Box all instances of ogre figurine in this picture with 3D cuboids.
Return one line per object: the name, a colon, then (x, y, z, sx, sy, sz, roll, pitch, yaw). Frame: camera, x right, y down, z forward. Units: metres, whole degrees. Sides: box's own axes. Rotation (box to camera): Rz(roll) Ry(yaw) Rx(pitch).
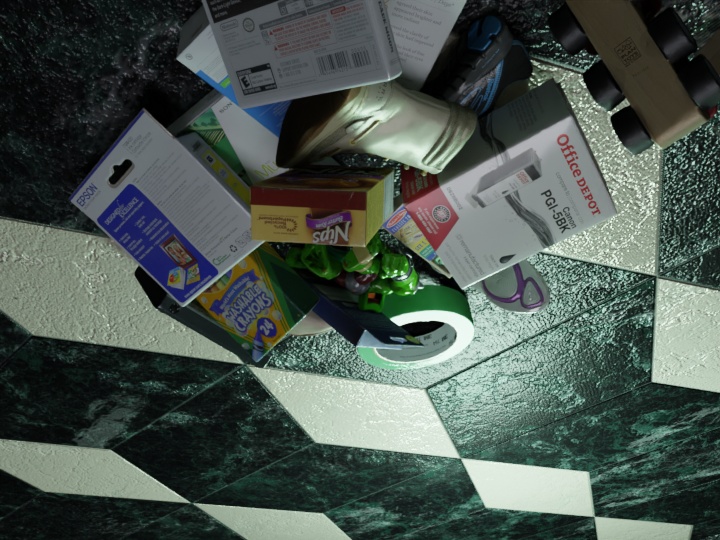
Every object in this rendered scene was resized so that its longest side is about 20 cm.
ogre figurine: (0.000, 0.000, 0.948, 0.197, 0.100, 0.119, -18, 151, 29)

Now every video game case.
video game case: (-0.067, -0.238, 0.576, 0.197, 0.023, 0.185, 4, 120, 44)

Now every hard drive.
hard drive: (-0.232, 0.065, 1.025, 0.199, 0.139, 0.033, 39, 88, -37)

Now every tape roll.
tape roll: (0.089, 0.098, 1.142, 0.195, 0.049, 0.202, -6, 147, -4)

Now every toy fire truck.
toy fire truck: (0.305, -0.229, 0.695, 0.128, 0.178, 0.199, -35, 174, 35)

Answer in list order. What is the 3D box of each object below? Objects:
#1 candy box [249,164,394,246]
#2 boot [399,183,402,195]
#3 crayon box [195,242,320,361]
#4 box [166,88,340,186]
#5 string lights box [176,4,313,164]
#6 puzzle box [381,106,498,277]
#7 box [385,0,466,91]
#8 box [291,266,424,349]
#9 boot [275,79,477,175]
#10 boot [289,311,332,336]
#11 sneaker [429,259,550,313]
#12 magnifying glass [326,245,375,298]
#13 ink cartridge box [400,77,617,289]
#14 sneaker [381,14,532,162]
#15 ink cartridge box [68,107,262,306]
candy box: (-0.032, -0.075, 0.730, 0.114, 0.200, 0.058, 4, 103, 9)
boot: (0.135, -0.104, 0.892, 0.170, 0.070, 0.203, -5, 132, 3)
crayon box: (-0.166, 0.011, 0.936, 0.200, 0.052, 0.126, 47, 125, -3)
box: (-0.133, -0.135, 0.854, 0.143, 0.037, 0.199, -28, 134, 29)
string lights box: (-0.085, -0.211, 0.740, 0.102, 0.060, 0.199, -29, 135, 30)
puzzle box: (0.134, -0.088, 0.844, 0.132, 0.026, 0.200, 34, 122, -25)
box: (0.022, -0.286, 0.610, 0.149, 0.108, 0.201, 12, 141, -17)
box: (-0.012, 0.062, 0.973, 0.120, 0.199, 0.033, 13, 108, -55)
boot: (0.008, -0.137, 0.707, 0.152, 0.074, 0.199, 11, 164, -27)
boot: (-0.126, 0.042, 1.039, 0.195, 0.072, 0.147, -1, 156, 14)
sneaker: (0.187, -0.002, 0.951, 0.098, 0.199, 0.076, 12, 106, -45)
magnifying glass: (-0.006, -0.012, 1.035, 0.078, 0.023, 0.202, -11, 140, 9)
ink cartridge box: (0.163, -0.091, 0.770, 0.197, 0.084, 0.147, -27, 124, 21)
sneaker: (0.103, -0.181, 0.768, 0.081, 0.074, 0.199, 27, 128, -35)
ink cartridge box: (-0.229, -0.074, 0.846, 0.196, 0.047, 0.200, -32, 108, 35)
